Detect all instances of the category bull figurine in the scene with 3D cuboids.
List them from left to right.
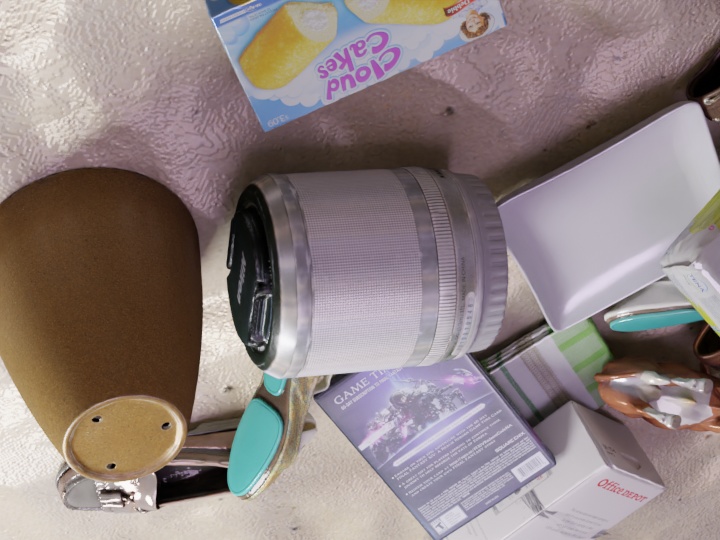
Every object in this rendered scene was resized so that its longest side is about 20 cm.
[{"bbox_3d":[0.321,0.124,1.511,0.199,0.121,0.066,7,94,-32],"label":"bull figurine"}]

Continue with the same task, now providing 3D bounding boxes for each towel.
[{"bbox_3d":[0.154,0.122,1.518,0.199,0.031,0.149,-32,137,6],"label":"towel"}]

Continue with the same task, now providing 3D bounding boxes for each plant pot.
[{"bbox_3d":[-0.195,0.057,1.200,0.185,0.201,0.187,-11,135,-12],"label":"plant pot"}]

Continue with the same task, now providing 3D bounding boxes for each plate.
[{"bbox_3d":[0.225,-0.050,1.371,0.198,0.032,0.200,-28,139,7],"label":"plate"}]

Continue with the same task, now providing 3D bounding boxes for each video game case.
[{"bbox_3d":[0.071,0.148,1.461,0.142,0.019,0.200,-35,110,12],"label":"video game case"}]

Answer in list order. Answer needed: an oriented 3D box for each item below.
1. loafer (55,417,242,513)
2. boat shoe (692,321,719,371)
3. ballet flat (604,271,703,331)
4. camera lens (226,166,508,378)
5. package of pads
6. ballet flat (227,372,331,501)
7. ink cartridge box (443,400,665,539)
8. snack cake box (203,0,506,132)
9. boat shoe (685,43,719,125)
[{"bbox_3d":[-0.177,0.186,1.421,0.198,0.063,0.072,-13,135,-9],"label":"loafer"},{"bbox_3d":[0.392,0.024,1.477,0.067,0.072,0.200,8,131,-41],"label":"boat shoe"},{"bbox_3d":[0.324,0.015,1.445,0.198,0.070,0.070,-7,139,20],"label":"ballet flat"},{"bbox_3d":[0.000,0.000,1.248,0.198,0.161,0.161,-4,132,-18],"label":"camera lens"},{"bbox_3d":[0.370,-0.023,1.344,0.155,0.068,0.200,46,76,-13],"label":"package of pads"},{"bbox_3d":[-0.061,0.114,1.373,0.070,0.071,0.202,7,108,-26],"label":"ballet flat"},{"bbox_3d":[0.184,0.230,1.563,0.200,0.083,0.146,-39,147,18],"label":"ink cartridge box"},{"bbox_3d":[-0.005,-0.197,1.131,0.199,0.067,0.115,-24,134,2],"label":"snack cake box"},{"bbox_3d":[0.339,-0.198,1.258,0.074,0.075,0.203,18,123,-26],"label":"boat shoe"}]
